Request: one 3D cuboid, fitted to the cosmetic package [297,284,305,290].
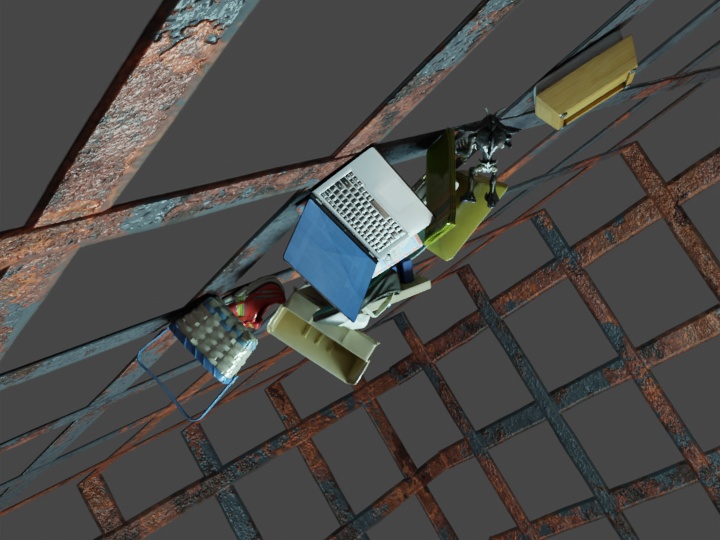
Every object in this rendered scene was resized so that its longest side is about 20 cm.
[{"bbox_3d":[-0.047,0.026,2.015,0.200,0.085,0.107,-37,173,25],"label":"cosmetic package"}]

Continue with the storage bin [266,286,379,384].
[{"bbox_3d":[-0.075,0.130,1.615,0.094,0.199,0.199,-57,-179,-9],"label":"storage bin"}]

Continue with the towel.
[{"bbox_3d":[0.135,-0.146,1.435,0.018,0.202,0.086,18,149,-25],"label":"towel"}]

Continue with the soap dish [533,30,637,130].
[{"bbox_3d":[0.426,-0.353,1.567,0.199,0.082,0.157,-32,171,9],"label":"soap dish"}]

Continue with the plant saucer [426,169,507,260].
[{"bbox_3d":[0.196,-0.133,1.760,0.200,0.048,0.200,-51,-156,1],"label":"plant saucer"}]

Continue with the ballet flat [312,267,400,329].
[{"bbox_3d":[0.003,0.063,1.516,0.199,0.069,0.068,-32,-169,-30],"label":"ballet flat"}]

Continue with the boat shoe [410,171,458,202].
[{"bbox_3d":[0.109,-0.142,1.692,0.200,0.060,0.072,-38,159,28],"label":"boat shoe"}]

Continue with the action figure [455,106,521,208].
[{"bbox_3d":[0.229,-0.222,1.548,0.118,0.102,0.202,-2,123,-10],"label":"action figure"}]

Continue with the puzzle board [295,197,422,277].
[{"bbox_3d":[0.003,-0.073,1.402,0.150,0.201,0.017,-32,-146,3],"label":"puzzle board"}]

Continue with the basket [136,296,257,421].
[{"bbox_3d":[-0.305,0.164,1.589,0.200,0.177,0.139,-42,176,-6],"label":"basket"}]

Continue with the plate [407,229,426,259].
[{"bbox_3d":[0.107,-0.097,1.771,0.200,0.026,0.201,-39,-152,25],"label":"plate"}]

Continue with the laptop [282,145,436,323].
[{"bbox_3d":[0.004,-0.055,1.328,0.199,0.116,0.187,-35,126,16],"label":"laptop"}]

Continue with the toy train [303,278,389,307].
[{"bbox_3d":[-0.028,0.025,1.860,0.150,0.198,0.056,-142,-112,-78],"label":"toy train"}]

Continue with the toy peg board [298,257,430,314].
[{"bbox_3d":[0.000,0.000,1.655,0.199,0.099,0.199,-20,-159,-29],"label":"toy peg board"}]

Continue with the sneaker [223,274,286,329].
[{"bbox_3d":[-0.241,0.088,1.685,0.199,0.085,0.077,-33,170,2],"label":"sneaker"}]
